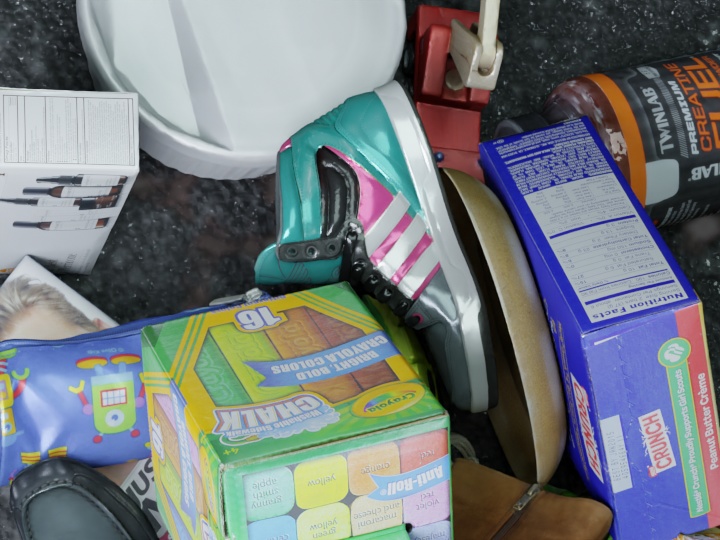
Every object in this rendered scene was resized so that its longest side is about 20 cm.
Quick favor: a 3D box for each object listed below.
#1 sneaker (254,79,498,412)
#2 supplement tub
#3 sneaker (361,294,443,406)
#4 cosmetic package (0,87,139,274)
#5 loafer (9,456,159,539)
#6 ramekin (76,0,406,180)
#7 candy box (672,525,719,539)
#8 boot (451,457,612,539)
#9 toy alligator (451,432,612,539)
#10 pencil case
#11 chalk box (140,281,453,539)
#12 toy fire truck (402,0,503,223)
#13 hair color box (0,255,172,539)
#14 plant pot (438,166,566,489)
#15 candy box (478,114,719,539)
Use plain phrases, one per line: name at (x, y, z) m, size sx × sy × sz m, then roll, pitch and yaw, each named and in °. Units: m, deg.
sneaker at (0.000, 0.000, 1.336) m, size 0.120 × 0.084 × 0.201 m, roll -18°, pitch 82°, yaw -5°
supplement tub at (0.188, -0.080, 1.468) m, size 0.199 × 0.107 × 0.107 m, roll -13°, pitch 78°, yaw -18°
sneaker at (0.010, 0.103, 1.382) m, size 0.083 × 0.074 × 0.201 m, roll -13°, pitch 61°, yaw 10°
cosmetic package at (-0.181, -0.046, 1.312) m, size 0.082 × 0.200 × 0.051 m, roll 2°, pitch 73°, yaw -13°
loafer at (-0.131, 0.187, 1.277) m, size 0.068 × 0.070 × 0.201 m, roll -26°, pitch 121°, yaw 3°
ramekin at (-0.080, -0.148, 1.425) m, size 0.202 × 0.094 × 0.203 m, roll 4°, pitch 74°, yaw -14°
candy box at (0.198, 0.251, 1.339) m, size 0.055 × 0.115 × 0.201 m, roll 4°, pitch 93°, yaw -11°
boot at (0.015, 0.163, 1.261) m, size 0.188 × 0.069 × 0.200 m, roll 11°, pitch 42°, yaw 27°
toy alligator at (0.134, 0.158, 1.412) m, size 0.200 × 0.054 × 0.059 m, roll 35°, pitch 68°, yaw -3°
pencil case at (-0.123, 0.064, 1.295) m, size 0.199 × 0.078 × 0.087 m, roll -11°, pitch 105°, yaw -19°
chalk box at (-0.027, 0.112, 1.192) m, size 0.124 × 0.200 × 0.124 m, roll -12°, pitch 119°, yaw -17°
toy fire truck at (0.066, -0.134, 1.433) m, size 0.049 × 0.141 × 0.201 m, roll 6°, pitch 73°, yaw -13°
hair color box at (-0.149, 0.094, 1.355) m, size 0.200 × 0.061 × 0.100 m, roll 36°, pitch 68°, yaw -1°
plant pot at (0.084, 0.032, 1.358) m, size 0.027 × 0.200 × 0.201 m, roll -17°, pitch 79°, yaw -5°
candy box at (0.141, 0.034, 1.340) m, size 0.077 × 0.169 × 0.200 m, roll -16°, pitch 38°, yaw -4°
